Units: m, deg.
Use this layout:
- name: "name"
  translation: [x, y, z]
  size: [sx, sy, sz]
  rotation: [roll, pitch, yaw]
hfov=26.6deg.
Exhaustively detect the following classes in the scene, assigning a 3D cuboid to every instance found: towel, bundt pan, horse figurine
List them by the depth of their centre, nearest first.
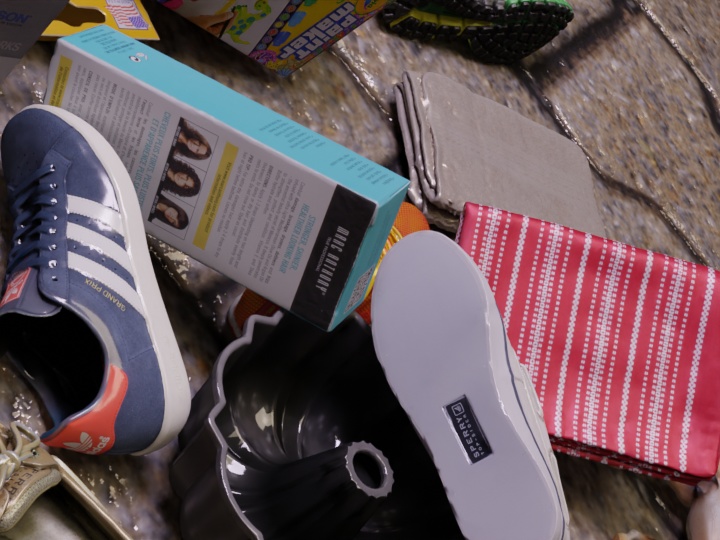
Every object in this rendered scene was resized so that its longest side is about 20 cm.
- name: "bundt pan"
  translation: [-0.017, 0.122, 0.812]
  size: [0.202, 0.076, 0.202]
  rotation: [27, 43, -28]
- name: "towel"
  translation: [0.147, 0.047, 0.979]
  size: [0.200, 0.022, 0.145]
  rotation: [15, 79, -9]
- name: "horse figurine"
  translation: [0.231, 0.169, 1.054]
  size: [0.132, 0.050, 0.200]
  rotation: [20, 49, -24]
- name: "towel"
  translation: [0.108, -0.067, 1.141]
  size: [0.200, 0.034, 0.133]
  rotation: [22, 47, -35]

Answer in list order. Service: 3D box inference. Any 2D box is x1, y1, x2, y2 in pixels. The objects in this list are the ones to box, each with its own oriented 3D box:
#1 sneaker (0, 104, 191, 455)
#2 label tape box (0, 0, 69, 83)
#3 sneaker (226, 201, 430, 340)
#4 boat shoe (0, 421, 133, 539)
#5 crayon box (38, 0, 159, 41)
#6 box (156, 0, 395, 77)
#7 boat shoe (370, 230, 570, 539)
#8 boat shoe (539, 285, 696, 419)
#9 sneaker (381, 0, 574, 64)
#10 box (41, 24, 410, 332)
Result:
- name: "sneaker"
  translation: [-0.156, 0.001, 0.772]
  size: [0.084, 0.075, 0.200]
  rotation: [-2, 60, -48]
- name: "label tape box"
  translation: [-0.206, -0.170, 0.759]
  size: [0.063, 0.200, 0.144]
  rotation: [3, 57, -45]
- name: "sneaker"
  translation: [0.000, 0.000, 0.935]
  size: [0.073, 0.077, 0.200]
  rotation: [50, 35, 1]
- name: "boat shoe"
  translation: [-0.140, 0.123, 0.694]
  size: [0.201, 0.063, 0.073]
  rotation: [50, 36, -1]
- name: "crayon box"
  translation: [-0.217, -0.205, 0.903]
  size: [0.126, 0.052, 0.200]
  rotation: [-7, 64, -49]
- name: "box"
  translation: [-0.087, -0.264, 0.988]
  size: [0.193, 0.122, 0.200]
  rotation: [25, 39, -55]
- name: "boat shoe"
  translation: [0.065, 0.073, 0.833]
  size: [0.070, 0.071, 0.200]
  rotation: [41, 23, -61]
- name: "boat shoe"
  translation: [0.140, 0.066, 1.020]
  size: [0.200, 0.072, 0.072]
  rotation: [29, 73, -2]
- name: "sneaker"
  translation: [0.094, -0.228, 1.225]
  size: [0.200, 0.078, 0.085]
  rotation: [11, 51, -40]
- name: "box"
  translation: [-0.080, -0.053, 0.824]
  size: [0.200, 0.082, 0.049]
  rotation: [28, 28, 12]
